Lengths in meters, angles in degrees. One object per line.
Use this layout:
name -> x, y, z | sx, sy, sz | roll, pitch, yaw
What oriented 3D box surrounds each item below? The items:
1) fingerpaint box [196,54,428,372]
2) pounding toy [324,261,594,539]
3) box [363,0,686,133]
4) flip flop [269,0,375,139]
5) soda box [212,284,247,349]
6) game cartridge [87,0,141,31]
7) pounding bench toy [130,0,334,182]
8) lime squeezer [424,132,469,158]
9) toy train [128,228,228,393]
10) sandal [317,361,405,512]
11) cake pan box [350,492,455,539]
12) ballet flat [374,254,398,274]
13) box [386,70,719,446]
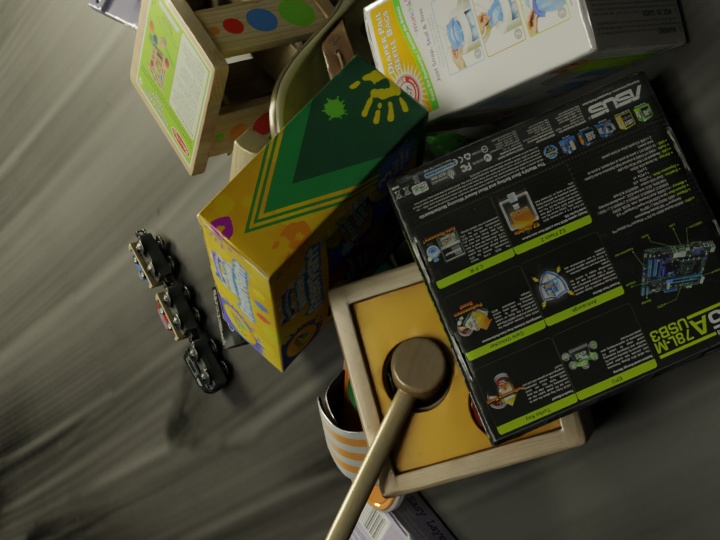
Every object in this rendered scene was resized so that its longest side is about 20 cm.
fingerpaint box -> -0.031, -0.034, 0.939 | 0.073, 0.167, 0.201 | 39, 162, 14
pounding toy -> 0.057, 0.088, 0.933 | 0.197, 0.142, 0.187 | -17, 84, 13
box -> 0.111, -0.175, 0.905 | 0.199, 0.111, 0.103 | -18, 86, 48
flip flop -> -0.005, -0.159, 1.007 | 0.057, 0.081, 0.201 | 14, 66, 48
soda box -> -0.079, 0.027, 1.138 | 0.200, 0.070, 0.064 | 158, 98, -71
game cartridge -> -0.182, -0.287, 1.229 | 0.199, 0.038, 0.131 | 30, 97, 43
pounding bench toy -> -0.079, -0.157, 1.080 | 0.201, 0.154, 0.125 | 55, 146, 27
lime squeezer -> 0.054, -0.080, 1.040 | 0.198, 0.038, 0.072 | 11, 119, 33
toy train -> -0.195, 0.043, 1.350 | 0.202, 0.034, 0.046 | 60, 147, 20
sandal -> -0.005, 0.109, 1.057 | 0.079, 0.059, 0.210 | 17, 117, 43
cake pan box -> 0.035, 0.306, 1.132 | 0.200, 0.052, 0.186 | 46, 126, 32
ballet flat -> 0.000, 0.000, 1.108 | 0.201, 0.069, 0.070 | 58, 133, 22
box -> 0.142, -0.009, 0.863 | 0.048, 0.197, 0.196 | 67, 180, -79
